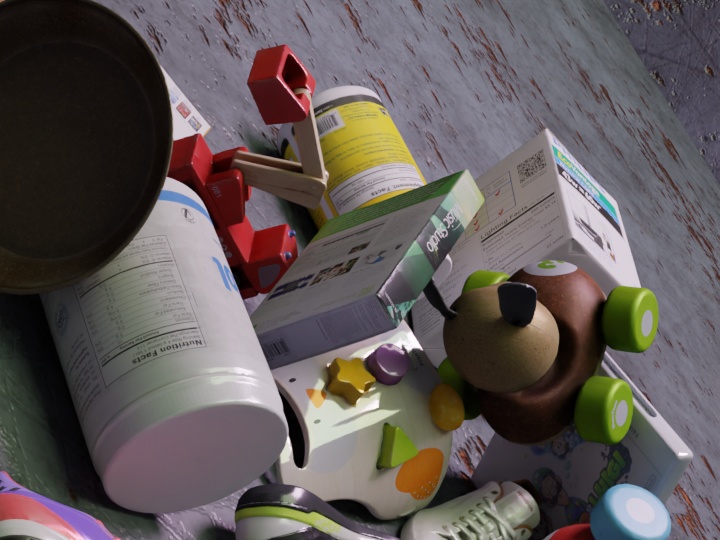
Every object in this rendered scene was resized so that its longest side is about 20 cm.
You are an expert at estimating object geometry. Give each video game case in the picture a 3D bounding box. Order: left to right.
[{"bbox_3d":[0.184,0.170,1.607,0.024,0.200,0.182,-3,41,-36],"label":"video game case"}]

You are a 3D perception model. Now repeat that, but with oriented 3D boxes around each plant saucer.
[{"bbox_3d":[-0.208,-0.081,1.230,0.201,0.200,0.037,58,11,16],"label":"plant saucer"}]

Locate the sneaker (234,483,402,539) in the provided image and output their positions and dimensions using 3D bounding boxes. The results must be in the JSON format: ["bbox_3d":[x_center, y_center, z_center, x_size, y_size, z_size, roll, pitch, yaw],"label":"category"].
[{"bbox_3d":[-0.026,0.221,1.331,0.200,0.072,0.083,33,52,-39],"label":"sneaker"}]

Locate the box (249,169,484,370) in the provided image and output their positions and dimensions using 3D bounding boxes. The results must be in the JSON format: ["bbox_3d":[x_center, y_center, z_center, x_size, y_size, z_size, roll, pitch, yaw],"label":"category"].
[{"bbox_3d":[0.000,0.000,1.444,0.036,0.144,0.200,59,36,-18],"label":"box"}]

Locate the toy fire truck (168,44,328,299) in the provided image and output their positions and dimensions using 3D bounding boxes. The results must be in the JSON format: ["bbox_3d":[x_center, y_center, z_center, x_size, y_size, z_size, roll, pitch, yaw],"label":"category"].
[{"bbox_3d":[-0.079,-0.072,1.491,0.049,0.141,0.200,-80,150,-51],"label":"toy fire truck"}]

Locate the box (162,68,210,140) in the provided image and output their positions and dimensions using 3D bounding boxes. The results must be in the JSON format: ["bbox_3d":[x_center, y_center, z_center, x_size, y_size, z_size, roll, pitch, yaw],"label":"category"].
[{"bbox_3d":[-0.191,-0.135,1.561,0.119,0.041,0.200,51,21,-11],"label":"box"}]

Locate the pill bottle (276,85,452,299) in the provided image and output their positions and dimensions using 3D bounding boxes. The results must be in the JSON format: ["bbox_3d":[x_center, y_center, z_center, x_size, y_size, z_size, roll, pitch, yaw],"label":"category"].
[{"bbox_3d":[0.007,-0.068,1.776,0.112,0.112,0.200,19,39,-55],"label":"pill bottle"}]

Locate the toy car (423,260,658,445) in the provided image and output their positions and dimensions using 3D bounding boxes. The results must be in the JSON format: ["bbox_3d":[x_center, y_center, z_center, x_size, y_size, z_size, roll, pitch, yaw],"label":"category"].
[{"bbox_3d":[0.121,0.040,1.503,0.200,0.164,0.158,44,59,-52],"label":"toy car"}]

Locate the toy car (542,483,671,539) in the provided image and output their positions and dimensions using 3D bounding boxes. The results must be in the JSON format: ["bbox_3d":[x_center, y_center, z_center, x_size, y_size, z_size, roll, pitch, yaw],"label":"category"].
[{"bbox_3d":[0.137,0.280,1.470,0.200,0.184,0.177,4,44,-25],"label":"toy car"}]

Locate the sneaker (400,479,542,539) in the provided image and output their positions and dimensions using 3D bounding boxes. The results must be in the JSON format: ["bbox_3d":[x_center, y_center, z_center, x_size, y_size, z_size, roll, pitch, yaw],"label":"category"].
[{"bbox_3d":[0.096,0.210,1.551,0.073,0.085,0.200,55,22,4],"label":"sneaker"}]

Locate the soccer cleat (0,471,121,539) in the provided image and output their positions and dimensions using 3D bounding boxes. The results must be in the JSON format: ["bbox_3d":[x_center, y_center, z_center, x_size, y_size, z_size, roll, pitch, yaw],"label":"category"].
[{"bbox_3d":[-0.147,0.184,1.109,0.200,0.068,0.073,35,22,-33],"label":"soccer cleat"}]

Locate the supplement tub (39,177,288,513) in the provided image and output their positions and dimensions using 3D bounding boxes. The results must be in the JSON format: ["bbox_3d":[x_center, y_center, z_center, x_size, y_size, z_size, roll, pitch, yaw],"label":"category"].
[{"bbox_3d":[-0.138,0.047,1.258,0.132,0.132,0.200,25,34,-50],"label":"supplement tub"}]

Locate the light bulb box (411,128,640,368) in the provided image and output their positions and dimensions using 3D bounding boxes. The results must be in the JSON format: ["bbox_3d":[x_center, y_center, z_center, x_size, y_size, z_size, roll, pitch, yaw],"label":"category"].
[{"bbox_3d":[0.158,0.000,1.860,0.125,0.198,0.200,43,23,-27],"label":"light bulb box"}]

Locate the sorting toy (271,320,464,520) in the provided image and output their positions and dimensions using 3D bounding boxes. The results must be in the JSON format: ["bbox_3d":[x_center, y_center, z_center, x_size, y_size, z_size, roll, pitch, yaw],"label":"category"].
[{"bbox_3d":[-0.028,0.106,1.479,0.180,0.107,0.200,-17,69,-48],"label":"sorting toy"}]
